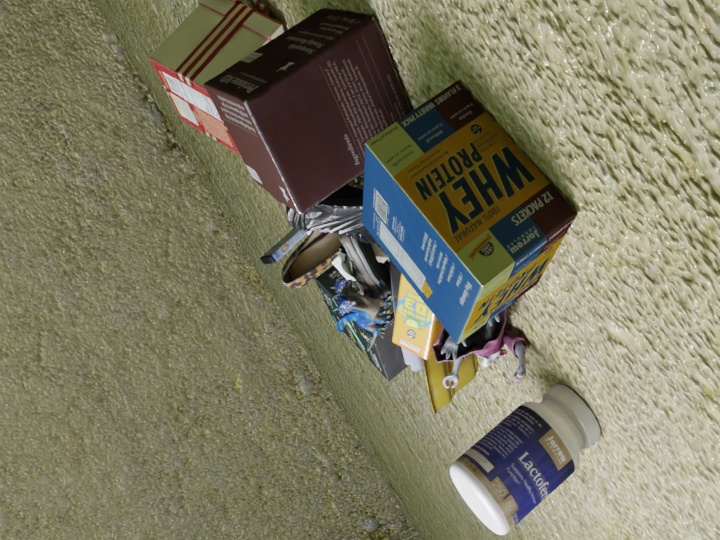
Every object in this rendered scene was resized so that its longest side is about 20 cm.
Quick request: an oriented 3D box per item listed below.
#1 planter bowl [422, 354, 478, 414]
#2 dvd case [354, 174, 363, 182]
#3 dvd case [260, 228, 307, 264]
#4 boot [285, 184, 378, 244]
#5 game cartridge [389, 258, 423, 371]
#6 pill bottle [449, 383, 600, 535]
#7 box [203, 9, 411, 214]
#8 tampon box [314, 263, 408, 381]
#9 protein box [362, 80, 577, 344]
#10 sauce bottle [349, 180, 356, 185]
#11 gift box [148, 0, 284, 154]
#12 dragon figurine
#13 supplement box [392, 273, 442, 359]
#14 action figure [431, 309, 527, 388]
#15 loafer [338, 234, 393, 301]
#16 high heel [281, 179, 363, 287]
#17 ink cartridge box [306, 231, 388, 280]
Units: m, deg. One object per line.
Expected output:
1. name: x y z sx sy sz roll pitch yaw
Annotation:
1. planter bowl: 0.143 0.121 1.271 0.200 0.082 0.205 -10 -90 -83
2. dvd case: 0.024 -0.164 1.216 0.199 0.025 0.152 35 155 54
3. dvd case: -0.099 -0.083 1.462 0.018 0.200 0.142 49 169 -9
4. boot: -0.020 -0.130 1.171 0.077 0.195 0.171 112 159 -47
5. game cartridge: 0.075 0.043 1.298 0.202 0.040 0.135 -92 -14 -46
6. pill bottle: 0.230 0.256 1.103 0.116 0.199 0.116 49 166 17
7. box: -0.063 -0.212 1.036 0.165 0.198 0.166 34 155 55
8. tampon box: 0.031 0.078 1.546 0.200 0.125 0.151 43 163 40
9. protein box: 0.112 -0.059 0.915 0.201 0.134 0.199 51 166 17
10. sauce bottle: -0.053 -0.184 1.365 0.202 0.064 0.065 57 167 3
11. gift box: -0.219 -0.340 1.306 0.198 0.188 0.185 34 162 19
12. dragon figurine: -0.006 0.068 1.266 0.201 0.097 0.060 106 172 -68
13. supplement box: 0.095 0.021 1.103 0.066 0.069 0.203 24 129 26
14. action figure: 0.168 0.090 1.145 0.199 0.131 0.153 24 -119 -65
15. loafer: 0.000 0.000 1.249 0.201 0.062 0.073 55 -160 -52
16. high heel: -0.047 -0.054 1.233 0.071 0.142 0.201 42 127 4
17. ink cartridge box: -0.024 -0.045 1.407 0.117 0.067 0.200 48 -172 8
